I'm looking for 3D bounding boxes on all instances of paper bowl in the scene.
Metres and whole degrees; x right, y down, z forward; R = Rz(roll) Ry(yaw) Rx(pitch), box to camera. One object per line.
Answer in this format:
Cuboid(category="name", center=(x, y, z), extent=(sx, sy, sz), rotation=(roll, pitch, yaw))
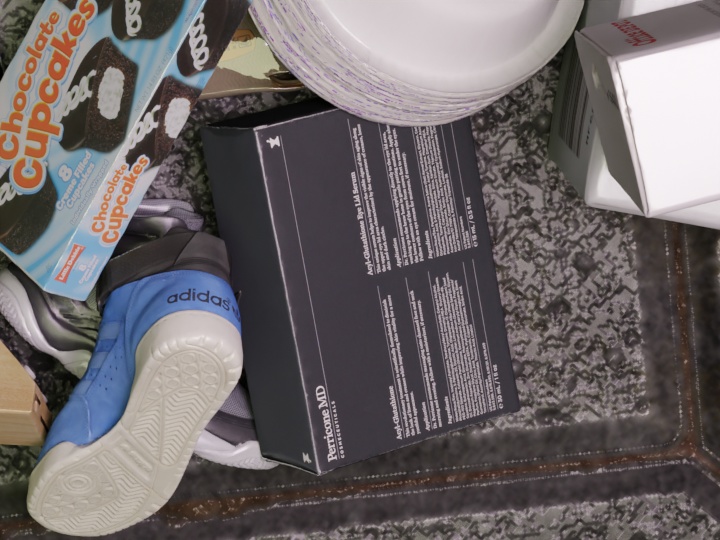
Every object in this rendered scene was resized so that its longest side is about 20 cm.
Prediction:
Cuboid(category="paper bowl", center=(0.037, -0.189, 1.620), extent=(0.200, 0.104, 0.202), rotation=(8, 71, -24))

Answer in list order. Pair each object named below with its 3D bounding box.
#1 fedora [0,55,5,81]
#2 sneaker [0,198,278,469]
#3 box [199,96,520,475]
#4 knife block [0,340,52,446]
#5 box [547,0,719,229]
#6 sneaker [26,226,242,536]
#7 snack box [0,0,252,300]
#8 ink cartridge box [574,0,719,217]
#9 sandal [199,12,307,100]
Cuboid(category="fedora", center=(-0.302, -0.089, 1.674), extent=(0.199, 0.092, 0.202), rotation=(0, 99, -2))
Cuboid(category="sneaker", center=(-0.108, 0.027, 1.709), extent=(0.199, 0.076, 0.114), rotation=(34, 99, -5))
Cuboid(category="box", center=(0.000, 0.000, 1.683), extent=(0.141, 0.079, 0.201), rotation=(-15, 101, -30))
Cuboid(category="knife block", center=(-0.299, 0.065, 1.668), extent=(0.175, 0.064, 0.200), rotation=(-40, 72, -10))
Cuboid(category="box", center=(0.212, -0.130, 1.630), extent=(0.170, 0.199, 0.201), rotation=(10, 99, -4))
Cuboid(category="sneaker", center=(-0.127, 0.058, 1.649), extent=(0.076, 0.112, 0.200), rotation=(18, 134, -20))
Cuboid(category="snack box", center=(-0.149, -0.098, 1.634), extent=(0.037, 0.116, 0.201), rotation=(18, 105, -48))
Cuboid(category="ink cartridge box", center=(0.218, -0.097, 1.461), extent=(0.199, 0.146, 0.085), rotation=(-14, 101, 0))
Cuboid(category="sandal", center=(-0.032, -0.143, 1.694), extent=(0.199, 0.054, 0.081), rotation=(-15, 100, 1))
